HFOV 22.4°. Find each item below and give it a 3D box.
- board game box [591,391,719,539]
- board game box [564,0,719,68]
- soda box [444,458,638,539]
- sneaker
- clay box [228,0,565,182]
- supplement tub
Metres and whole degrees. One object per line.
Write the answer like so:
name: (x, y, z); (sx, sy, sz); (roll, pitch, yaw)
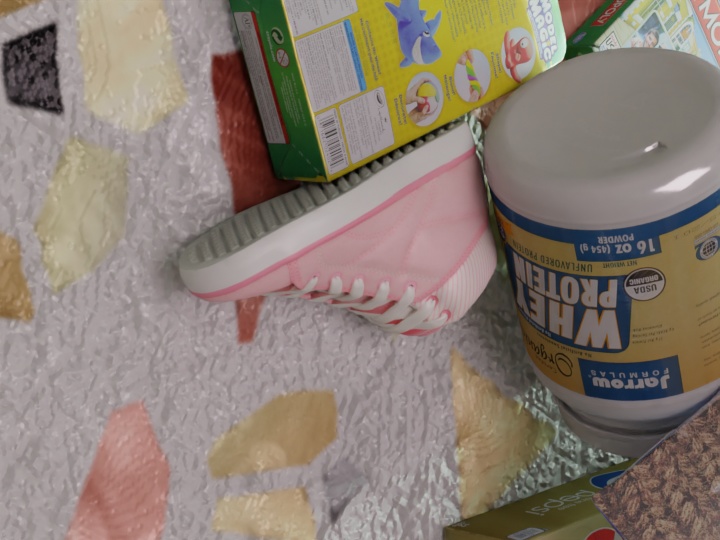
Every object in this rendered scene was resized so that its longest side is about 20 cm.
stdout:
board game box: (0.251, 0.152, 1.032); (0.159, 0.097, 0.200); (-41, 137, 0)
board game box: (0.212, -0.098, 1.161); (0.135, 0.029, 0.200); (-46, 120, -28)
soda box: (0.145, 0.165, 1.095); (0.200, 0.064, 0.068); (-13, 101, -39)
sneaker: (0.000, 0.000, 0.949); (0.200, 0.075, 0.105); (-28, 107, -40)
clay box: (0.026, -0.136, 0.982); (0.200, 0.048, 0.115); (-29, 113, -38)
supplement tub: (0.155, -0.008, 1.022); (0.145, 0.145, 0.200); (-43, 134, -31)
